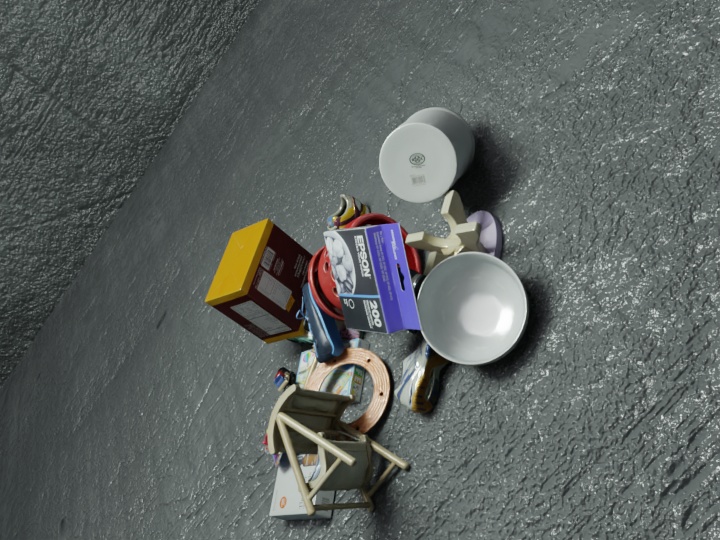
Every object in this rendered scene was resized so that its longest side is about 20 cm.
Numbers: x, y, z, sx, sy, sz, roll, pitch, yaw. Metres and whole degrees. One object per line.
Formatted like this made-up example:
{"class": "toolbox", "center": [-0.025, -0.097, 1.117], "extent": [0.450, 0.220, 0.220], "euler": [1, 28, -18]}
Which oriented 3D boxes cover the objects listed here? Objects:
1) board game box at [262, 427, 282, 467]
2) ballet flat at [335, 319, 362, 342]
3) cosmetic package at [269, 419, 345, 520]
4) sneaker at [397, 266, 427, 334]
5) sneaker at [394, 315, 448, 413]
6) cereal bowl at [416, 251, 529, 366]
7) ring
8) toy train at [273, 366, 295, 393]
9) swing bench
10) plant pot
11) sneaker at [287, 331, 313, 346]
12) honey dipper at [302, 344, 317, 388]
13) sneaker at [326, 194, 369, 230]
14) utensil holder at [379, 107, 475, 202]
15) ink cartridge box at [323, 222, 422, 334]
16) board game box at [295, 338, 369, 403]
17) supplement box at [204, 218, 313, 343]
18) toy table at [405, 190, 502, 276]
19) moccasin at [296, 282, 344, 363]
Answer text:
{"class": "board game box", "center": [-0.181, 0.333, 1.605], "extent": [0.200, 0.039, 0.159], "euler": [172, 115, -79]}
{"class": "ballet flat", "center": [-0.054, 0.090, 1.677], "extent": [0.069, 0.071, 0.200], "euler": [-48, 36, 20]}
{"class": "cosmetic package", "center": [-0.111, 0.414, 1.538], "extent": [0.151, 0.052, 0.201], "euler": [-24, 48, 45]}
{"class": "sneaker", "center": [0.087, 0.052, 1.419], "extent": [0.082, 0.200, 0.070], "euler": [25, 63, 20]}
{"class": "sneaker", "center": [0.119, 0.164, 1.395], "extent": [0.088, 0.075, 0.201], "euler": [13, 76, 55]}
{"class": "cereal bowl", "center": [0.204, 0.072, 1.312], "extent": [0.199, 0.083, 0.201], "euler": [-5, 77, 20]}
{"class": "ring", "center": [-0.028, 0.255, 1.513], "extent": [0.200, 0.019, 0.201], "euler": [-14, 57, 23]}
{"class": "toy train", "center": [-0.172, 0.246, 1.668], "extent": [0.034, 0.046, 0.200], "euler": [-51, 5, -3]}
{"class": "swing bench", "center": [-0.051, 0.325, 1.345], "extent": [0.130, 0.199, 0.200], "euler": [-52, 54, 11]}
{"class": "plant pot", "center": [0.000, 0.000, 1.562], "extent": [0.182, 0.200, 0.201], "euler": [-26, 47, 47]}
{"class": "sneaker", "center": [-0.118, 0.104, 1.745], "extent": [0.200, 0.078, 0.141], "euler": [5, 71, 53]}
{"class": "honey dipper", "center": [-0.113, 0.235, 1.620], "extent": [0.038, 0.038, 0.201], "euler": [10, 76, 54]}
{"class": "sneaker", "center": [-0.054, -0.086, 1.786], "extent": [0.075, 0.090, 0.201], "euler": [2, 67, 53]}
{"class": "utensil holder", "center": [0.137, -0.238, 1.503], "extent": [0.170, 0.170, 0.200], "euler": [-43, 2, 24]}
{"class": "ink cartridge box", "center": [0.019, 0.016, 1.350], "extent": [0.200, 0.043, 0.199], "euler": [-2, 104, 55]}
{"class": "board game box", "center": [-0.069, 0.233, 1.627], "extent": [0.200, 0.034, 0.135], "euler": [-19, 52, 45]}
{"class": "supplement box", "center": [-0.212, 0.028, 1.691], "extent": [0.132, 0.200, 0.198], "euler": [-17, 45, 41]}
{"class": "toy table", "center": [0.188, -0.045, 1.421], "extent": [0.183, 0.117, 0.201], "euler": [-22, 49, 43]}
{"class": "moccasin", "center": [-0.099, 0.109, 1.591], "extent": [0.068, 0.080, 0.201], "euler": [-39, 44, 21]}
